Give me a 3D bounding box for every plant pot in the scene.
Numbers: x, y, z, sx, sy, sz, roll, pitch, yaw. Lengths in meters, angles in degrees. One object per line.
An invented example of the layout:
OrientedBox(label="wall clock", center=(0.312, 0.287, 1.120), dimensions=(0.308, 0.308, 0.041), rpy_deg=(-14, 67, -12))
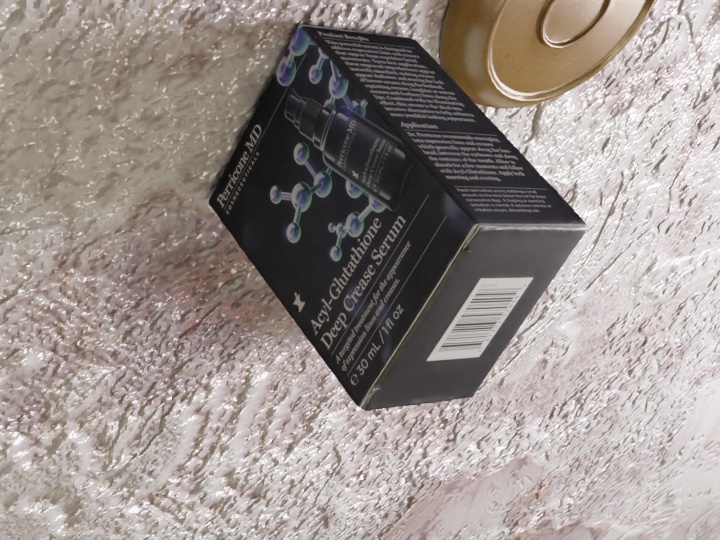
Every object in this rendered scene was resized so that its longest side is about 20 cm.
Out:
OrientedBox(label="plant pot", center=(0.146, -0.189, 1.033), dimensions=(0.200, 0.028, 0.200), rpy_deg=(-27, 147, -19))

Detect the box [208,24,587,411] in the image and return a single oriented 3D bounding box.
OrientedBox(label="box", center=(0.018, -0.036, 0.931), dimensions=(0.107, 0.200, 0.149), rpy_deg=(-1, 132, -43))
